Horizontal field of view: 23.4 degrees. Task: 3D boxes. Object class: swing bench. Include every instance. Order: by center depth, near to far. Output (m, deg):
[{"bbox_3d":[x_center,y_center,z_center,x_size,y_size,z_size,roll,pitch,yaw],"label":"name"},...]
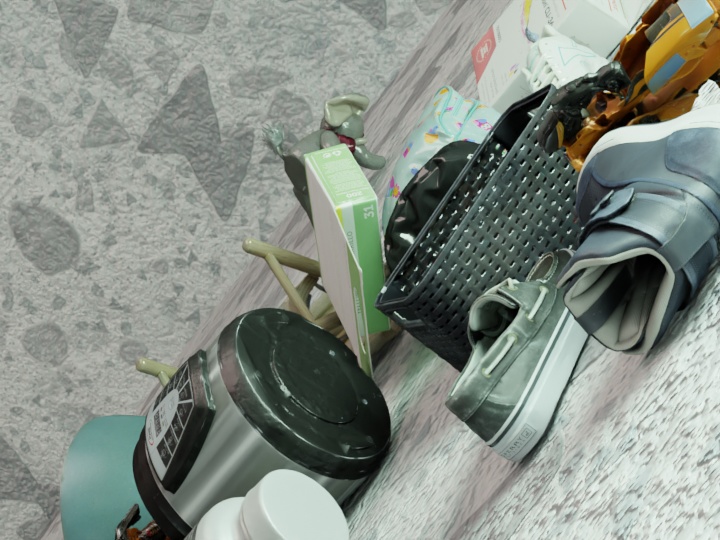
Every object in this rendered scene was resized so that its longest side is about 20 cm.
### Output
[{"bbox_3d":[-0.075,0.080,1.719,0.199,0.130,0.199,3,-44,-51],"label":"swing bench"}]

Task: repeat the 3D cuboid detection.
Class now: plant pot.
[{"bbox_3d":[-0.190,0.237,1.737,0.133,0.202,0.201,-11,27,21],"label":"plant pot"}]

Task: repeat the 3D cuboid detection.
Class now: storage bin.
[{"bbox_3d":[0.111,-0.028,1.323,0.201,0.093,0.135,-56,8,-10],"label":"storage bin"}]

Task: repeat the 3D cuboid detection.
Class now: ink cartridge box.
[{"bbox_3d":[0.000,0.000,1.536,0.201,0.047,0.147,-119,18,-54],"label":"ink cartridge box"},{"bbox_3d":[0.197,-0.241,1.709,0.200,0.067,0.117,-49,28,30],"label":"ink cartridge box"}]

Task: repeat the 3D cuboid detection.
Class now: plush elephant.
[{"bbox_3d":[-0.036,-0.175,2.637,0.154,0.200,0.165,-37,-8,-27],"label":"plush elephant"}]

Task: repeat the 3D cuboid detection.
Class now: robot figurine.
[{"bbox_3d":[0.208,-0.129,1.146,0.144,0.059,0.200,0,-38,-48],"label":"robot figurine"}]

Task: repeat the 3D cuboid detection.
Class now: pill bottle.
[{"bbox_3d":[-0.096,0.243,1.318,0.200,0.110,0.111,-50,9,29],"label":"pill bottle"}]

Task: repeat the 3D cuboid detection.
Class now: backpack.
[{"bbox_3d":[0.091,-0.078,1.529,0.167,0.126,0.200,-52,6,26],"label":"backpack"}]

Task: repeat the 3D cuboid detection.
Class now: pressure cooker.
[{"bbox_3d":[-0.092,0.156,1.451,0.200,0.179,0.175,-48,-13,29],"label":"pressure cooker"}]

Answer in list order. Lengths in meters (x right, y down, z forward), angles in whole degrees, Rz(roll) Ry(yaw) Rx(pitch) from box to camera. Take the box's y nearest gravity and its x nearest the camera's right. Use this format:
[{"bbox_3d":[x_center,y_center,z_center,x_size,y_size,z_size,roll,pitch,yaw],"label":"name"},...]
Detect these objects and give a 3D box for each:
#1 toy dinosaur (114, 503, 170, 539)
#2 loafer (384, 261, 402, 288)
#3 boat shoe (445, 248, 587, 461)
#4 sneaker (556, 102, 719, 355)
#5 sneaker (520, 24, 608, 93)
[{"bbox_3d":[-0.165,0.276,1.498,0.201,0.135,0.102,-58,10,-30],"label":"toy dinosaur"},{"bbox_3d":[0.078,-0.050,1.659,0.201,0.062,0.072,-60,-15,-30],"label":"loafer"},{"bbox_3d":[0.107,0.037,1.143,0.072,0.071,0.201,-48,9,35],"label":"boat shoe"},{"bbox_3d":[0.158,-0.017,1.055,0.147,0.077,0.202,-54,8,-19],"label":"sneaker"},{"bbox_3d":[0.177,-0.159,1.549,0.071,0.080,0.201,-48,11,22],"label":"sneaker"}]
